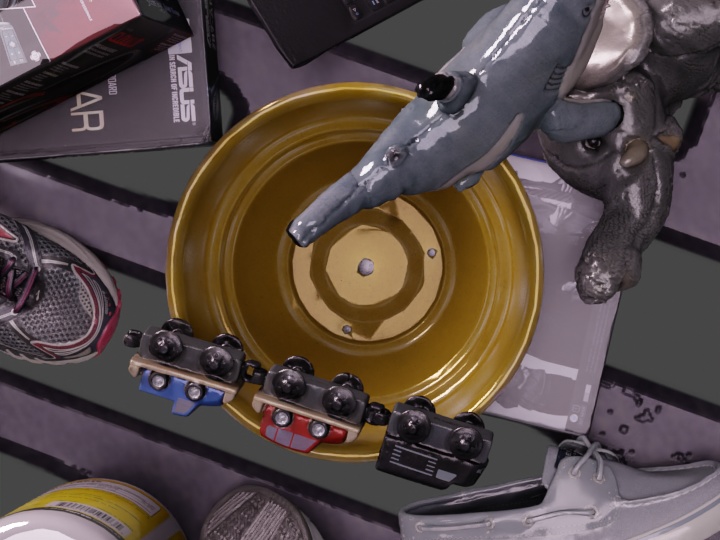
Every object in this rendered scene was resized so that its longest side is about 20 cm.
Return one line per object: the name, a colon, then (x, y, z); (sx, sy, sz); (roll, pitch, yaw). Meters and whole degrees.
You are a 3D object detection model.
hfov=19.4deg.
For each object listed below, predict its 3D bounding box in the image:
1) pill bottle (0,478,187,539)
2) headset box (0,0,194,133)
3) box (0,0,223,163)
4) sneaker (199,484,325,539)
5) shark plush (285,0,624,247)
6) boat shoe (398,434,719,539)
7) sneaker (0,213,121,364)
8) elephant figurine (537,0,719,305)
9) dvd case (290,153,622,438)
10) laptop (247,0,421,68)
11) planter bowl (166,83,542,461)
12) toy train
pill bottle: (-0.152, 0.174, 1.148); (0.112, 0.200, 0.113); (0, 91, 5)
headset box: (-0.185, -0.127, 1.122); (0.200, 0.149, 0.075); (-26, 90, 5)
box: (-0.167, -0.165, 1.216); (0.160, 0.044, 0.200); (-3, 92, 6)
sneaker: (-0.005, 0.208, 1.197); (0.084, 0.121, 0.200); (-44, 48, -1)
shark plush: (0.040, -0.087, 1.056); (0.200, 0.083, 0.091); (-27, 70, -4)
boat shoe: (0.117, 0.133, 1.185); (0.201, 0.070, 0.072); (-17, 101, 9)
sneaker: (-0.233, -0.005, 1.213); (0.200, 0.075, 0.081); (26, 94, 3)
elephant figurine: (0.141, -0.105, 1.140); (0.200, 0.155, 0.142); (-40, 110, -3)
dvd case: (0.050, 0.001, 1.212); (0.200, 0.025, 0.150); (13, 93, 5)
laptop: (0.009, -0.241, 1.163); (0.200, 0.103, 0.177); (-30, 88, -25)
planter bowl: (0.000, 0.000, 1.155); (0.200, 0.083, 0.201); (0, 92, 6)
toy train: (-0.030, 0.072, 1.097); (0.200, 0.034, 0.046); (18, 107, 4)
